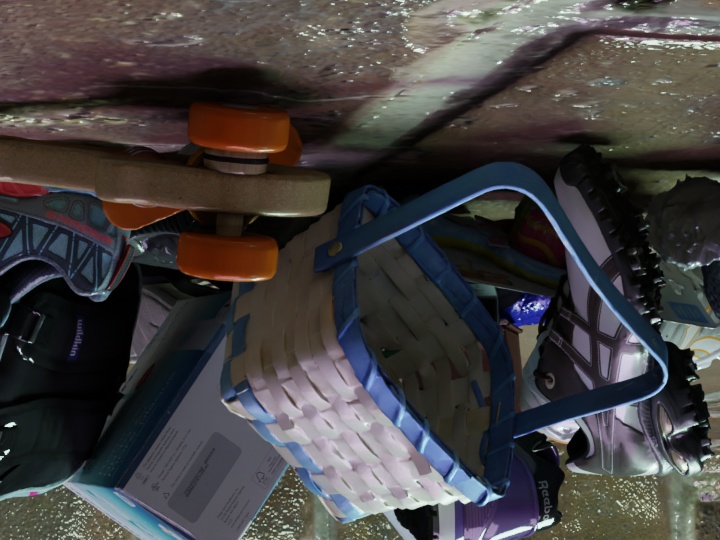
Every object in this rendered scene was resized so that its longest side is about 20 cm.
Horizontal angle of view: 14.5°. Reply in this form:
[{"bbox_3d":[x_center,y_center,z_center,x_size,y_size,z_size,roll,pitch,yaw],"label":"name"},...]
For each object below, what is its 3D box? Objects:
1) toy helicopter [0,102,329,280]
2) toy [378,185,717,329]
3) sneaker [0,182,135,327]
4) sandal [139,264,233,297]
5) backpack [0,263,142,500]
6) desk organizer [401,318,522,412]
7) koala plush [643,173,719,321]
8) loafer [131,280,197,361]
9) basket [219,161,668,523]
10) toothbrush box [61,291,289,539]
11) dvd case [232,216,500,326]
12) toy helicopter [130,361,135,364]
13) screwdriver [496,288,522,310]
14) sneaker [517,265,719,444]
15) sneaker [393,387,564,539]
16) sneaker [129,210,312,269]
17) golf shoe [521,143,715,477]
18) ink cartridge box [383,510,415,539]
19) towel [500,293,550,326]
[{"bbox_3d":[-0.111,-0.050,1.390,0.199,0.080,0.132,7,-171,16],"label":"toy helicopter"},{"bbox_3d":[0.101,-0.021,1.611,0.198,0.048,0.115,8,-159,-12],"label":"toy"},{"bbox_3d":[-0.218,-0.014,1.523,0.199,0.096,0.079,-3,171,19],"label":"sneaker"},{"bbox_3d":[-0.094,0.002,1.841,0.199,0.043,0.076,-8,169,44],"label":"sandal"},{"bbox_3d":[-0.219,0.047,1.694,0.150,0.179,0.200,20,-174,23],"label":"backpack"},{"bbox_3d":[0.068,0.076,1.789,0.071,0.078,0.200,-7,176,6],"label":"desk organizer"},{"bbox_3d":[0.253,0.011,1.550,0.177,0.185,0.200,24,-174,-32],"label":"koala plush"},{"bbox_3d":[-0.124,0.029,1.959,0.063,0.072,0.200,-30,-165,-21],"label":"loafer"},{"bbox_3d":[0.038,0.033,1.452,0.199,0.140,0.177,-18,131,25],"label":"basket"},{"bbox_3d":[-0.100,0.096,1.752,0.085,0.147,0.200,36,169,-11],"label":"toothbrush box"},{"bbox_3d":[0.000,0.000,1.657,0.149,0.025,0.200,0,-166,-2],"label":"dvd case"},{"bbox_3d":[-0.234,0.050,2.066,0.199,0.080,0.132,10,176,-43],"label":"toy helicopter"},{"bbox_3d":[0.131,-0.006,1.720,0.199,0.028,0.029,-18,166,-12],"label":"screwdriver"},{"bbox_3d":[0.184,0.025,1.706,0.200,0.076,0.092,-38,161,-23],"label":"sneaker"},{"bbox_3d":[0.066,0.115,1.608,0.087,0.076,0.200,-4,-166,-7],"label":"sneaker"},{"bbox_3d":[-0.085,-0.030,1.572,0.199,0.061,0.104,-2,175,37],"label":"sneaker"},{"bbox_3d":[0.124,0.031,1.531,0.094,0.201,0.078,-13,-157,16],"label":"golf shoe"},{"bbox_3d":[0.020,0.139,1.786,0.050,0.163,0.200,-37,-175,9],"label":"ink cartridge box"},{"bbox_3d":[0.044,0.024,1.870,0.198,0.050,0.148,-6,-176,10],"label":"towel"}]
